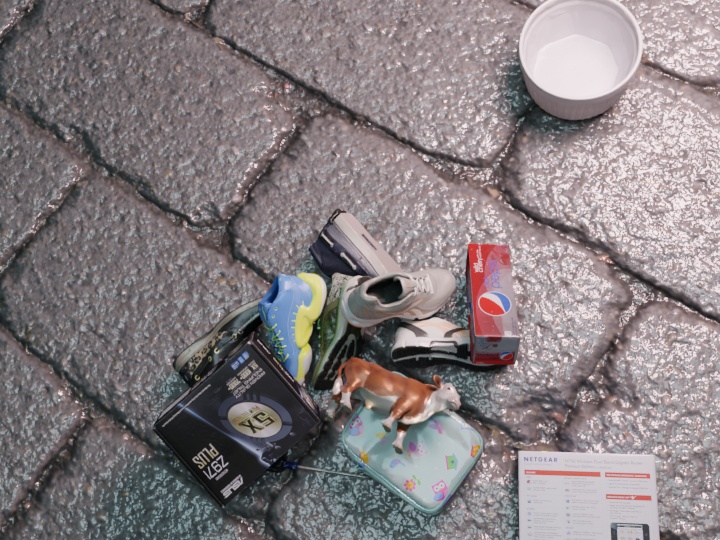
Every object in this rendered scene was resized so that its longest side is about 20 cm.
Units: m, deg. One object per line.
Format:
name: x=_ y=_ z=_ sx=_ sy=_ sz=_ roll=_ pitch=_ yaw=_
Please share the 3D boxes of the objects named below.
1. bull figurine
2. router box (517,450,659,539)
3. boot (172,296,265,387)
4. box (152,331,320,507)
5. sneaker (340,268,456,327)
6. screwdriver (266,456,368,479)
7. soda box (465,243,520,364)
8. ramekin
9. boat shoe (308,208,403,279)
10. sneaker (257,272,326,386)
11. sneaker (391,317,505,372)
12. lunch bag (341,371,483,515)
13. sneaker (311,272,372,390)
bull figurine: x=0.046 y=0.191 z=1.205 sx=0.198 sy=0.066 sz=0.122 roll=16 pitch=42 yaw=26
router box: x=0.328 y=0.358 z=1.198 sx=0.197 sy=0.049 sz=0.182 roll=0 pitch=73 yaw=11
boot: x=-0.192 y=0.155 z=1.351 sx=0.203 sy=0.073 sz=0.155 roll=-37 pitch=73 yaw=3
box: x=-0.186 y=0.224 z=1.258 sx=0.199 sy=0.086 sz=0.164 roll=-40 pitch=97 yaw=0
sneaker: x=0.072 y=0.034 z=1.261 sx=0.198 sy=0.092 sz=0.077 roll=-15 pitch=75 yaw=-27
screwdriver: x=-0.083 y=0.308 z=1.301 sx=0.197 sy=0.028 sz=0.030 roll=1 pitch=101 yaw=15
soda box: x=0.199 y=0.048 z=1.265 sx=0.069 sy=0.064 sz=0.202 roll=1 pitch=43 yaw=3
ramekin: x=0.364 y=-0.350 z=1.385 sx=0.197 sy=0.105 sz=0.203 roll=-3 pitch=72 yaw=10
boat shoe: x=0.000 y=0.000 z=1.371 sx=0.093 sy=0.074 sz=0.201 roll=-45 pitch=75 yaw=19
sneaker: x=-0.126 y=0.097 z=1.323 sx=0.104 sy=0.076 sz=0.203 roll=14 pitch=88 yaw=-25
sneaker: x=0.148 y=0.108 z=1.300 sx=0.197 sy=0.074 sz=0.081 roll=4 pitch=44 yaw=1
lunch bag: x=0.075 y=0.265 z=1.262 sx=0.199 sy=0.077 sz=0.161 roll=35 pitch=83 yaw=19
sneaker: x=-0.041 y=0.094 z=1.340 sx=0.088 sy=0.076 sz=0.203 roll=25 pitch=96 yaw=44
